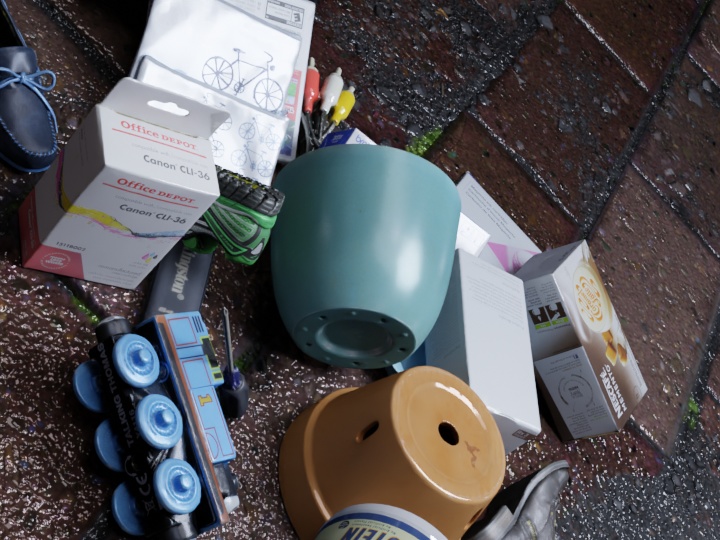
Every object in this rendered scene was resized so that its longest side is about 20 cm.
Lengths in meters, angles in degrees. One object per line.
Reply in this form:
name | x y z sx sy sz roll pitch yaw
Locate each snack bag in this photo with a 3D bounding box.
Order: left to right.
snack bag | -0.152 -0.188 1.294 0.187 0.021 0.203 21 80 -32

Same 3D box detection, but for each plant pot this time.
plant pot | 0.000 0.000 1.239 0.199 0.200 0.163 24 54 -28
plant pot | 0.041 0.181 1.160 0.198 0.140 0.202 26 42 -26

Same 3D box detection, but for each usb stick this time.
usb stick | -0.171 0.002 1.190 0.055 0.033 0.202 27 43 -19

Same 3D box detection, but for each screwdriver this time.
screwdriver | -0.112 0.076 1.072 0.027 0.201 0.029 6 55 1

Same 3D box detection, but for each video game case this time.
video game case | -0.143 -0.222 1.334 0.198 0.023 0.185 9 87 -38

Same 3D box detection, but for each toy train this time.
toy train | -0.161 0.131 1.038 0.114 0.086 0.202 -6 71 -52

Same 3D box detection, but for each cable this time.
cable | -0.052 -0.167 1.435 0.096 0.050 0.202 29 42 -28

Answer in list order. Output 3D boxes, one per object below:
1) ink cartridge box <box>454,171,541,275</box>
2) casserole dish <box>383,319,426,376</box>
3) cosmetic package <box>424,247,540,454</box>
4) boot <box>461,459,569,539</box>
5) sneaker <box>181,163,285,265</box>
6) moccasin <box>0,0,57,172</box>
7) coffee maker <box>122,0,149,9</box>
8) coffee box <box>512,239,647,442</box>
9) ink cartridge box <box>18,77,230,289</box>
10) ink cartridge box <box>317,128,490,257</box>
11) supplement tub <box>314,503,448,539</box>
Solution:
ink cartridge box | 0.174 -0.025 1.547 0.196 0.043 0.200 46 39 -3
casserole dish | 0.090 0.098 1.361 0.198 0.039 0.122 3 57 -44
cosmetic package | 0.125 0.086 1.318 0.101 0.074 0.202 25 46 -27
boot | 0.195 0.307 1.274 0.199 0.069 0.175 -32 86 -45
sneaker | -0.167 -0.066 1.176 0.199 0.086 0.078 26 11 32
moccasin | -0.338 -0.187 1.157 0.080 0.068 0.201 -18 72 -50
coffee maker | -0.200 -0.329 1.360 0.198 0.135 0.194 13 50 -36
coffee box | 0.250 0.083 1.451 0.114 0.079 0.202 -35 104 -52
ink cartridge box | -0.204 -0.071 1.083 0.115 0.200 0.068 13 49 -36
ink cartridge box | 0.044 -0.080 1.383 0.199 0.094 0.044 37 81 -18
supplement tub | -0.006 0.304 1.004 0.145 0.145 0.200 44 38 -5
